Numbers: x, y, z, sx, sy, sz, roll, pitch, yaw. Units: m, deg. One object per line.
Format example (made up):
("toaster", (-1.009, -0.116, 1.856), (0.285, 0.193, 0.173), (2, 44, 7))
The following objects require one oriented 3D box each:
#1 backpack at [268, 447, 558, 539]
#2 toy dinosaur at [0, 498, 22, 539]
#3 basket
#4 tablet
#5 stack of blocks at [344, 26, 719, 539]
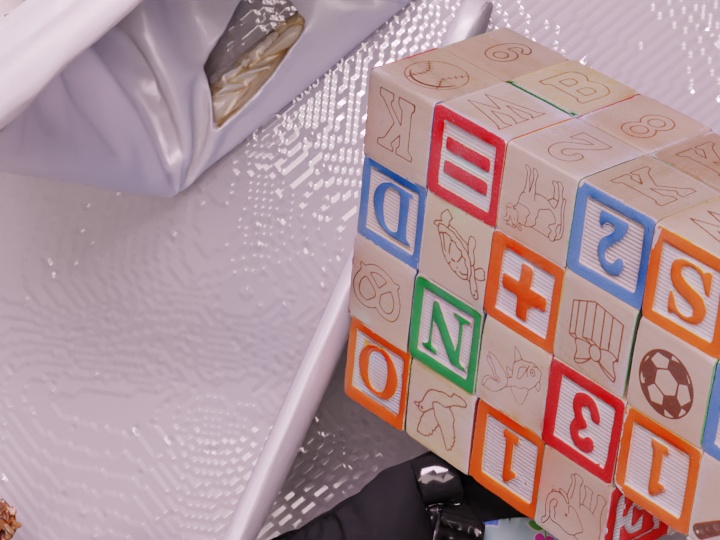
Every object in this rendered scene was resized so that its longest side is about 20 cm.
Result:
("backpack", (0.043, 0.169, 0.785), (0.167, 0.126, 0.201), (-40, 62, 50))
("toy dinosaur", (-0.220, 0.127, 0.892), (0.199, 0.102, 0.136), (-29, 102, -6))
("basket", (-0.081, -0.115, 0.785), (0.135, 0.200, 0.124), (-38, 79, 11))
("tablet", (0.000, 0.000, 0.804), (0.014, 0.130, 0.201), (24, 98, 0))
("stack of blocks", (0.085, 0.023, 0.683), (0.200, 0.058, 0.116), (32, 129, 39))
